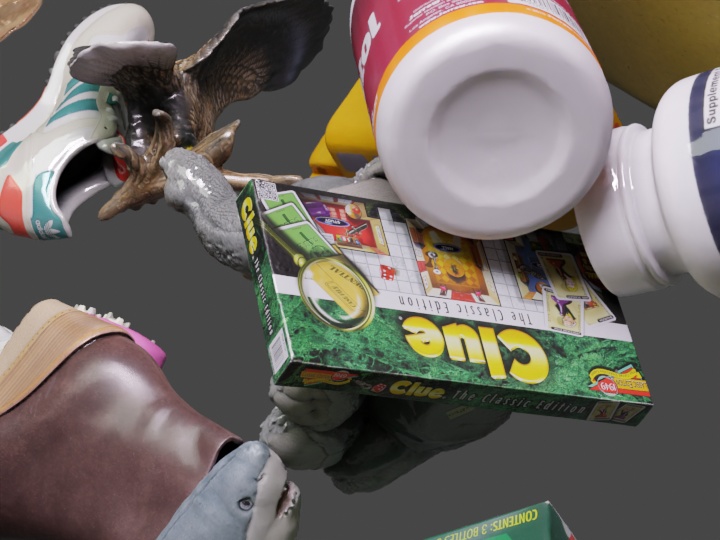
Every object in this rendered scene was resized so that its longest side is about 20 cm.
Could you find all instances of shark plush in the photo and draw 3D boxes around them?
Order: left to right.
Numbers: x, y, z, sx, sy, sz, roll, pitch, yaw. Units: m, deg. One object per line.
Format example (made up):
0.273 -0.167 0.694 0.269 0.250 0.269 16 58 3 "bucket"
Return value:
-0.112 0.156 1.046 0.199 0.083 0.091 -25 40 17 "shark plush"

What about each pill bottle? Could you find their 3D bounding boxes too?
0.053 -0.108 1.043 0.112 0.113 0.200 -29 27 9 "pill bottle"
0.206 -0.048 0.996 0.199 0.111 0.112 -15 40 27 "pill bottle"

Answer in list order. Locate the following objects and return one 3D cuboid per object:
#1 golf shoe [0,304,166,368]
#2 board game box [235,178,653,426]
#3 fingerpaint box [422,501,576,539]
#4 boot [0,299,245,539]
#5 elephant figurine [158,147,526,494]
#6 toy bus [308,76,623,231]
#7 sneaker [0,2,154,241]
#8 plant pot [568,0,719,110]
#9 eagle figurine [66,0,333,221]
-0.195 0.072 1.234 0.199 0.075 0.092 -6 57 41 "golf shoe"
0.041 0.017 0.986 0.023 0.199 0.105 -50 43 43 "board game box"
0.007 0.208 0.900 0.199 0.073 0.168 -20 39 22 "fingerpaint box"
-0.164 0.130 1.129 0.166 0.072 0.201 36 99 34 "boot"
0.000 0.000 1.081 0.141 0.155 0.201 -41 40 28 "elephant figurine"
0.050 -0.066 1.171 0.199 0.078 0.065 6 52 43 "toy bus"
-0.178 -0.096 1.416 0.093 0.071 0.200 17 57 28 "sneaker"
0.201 -0.191 1.107 0.195 0.195 0.200 -38 45 -4 "plant pot"
-0.108 -0.108 1.301 0.151 0.151 0.201 -57 14 38 "eagle figurine"
